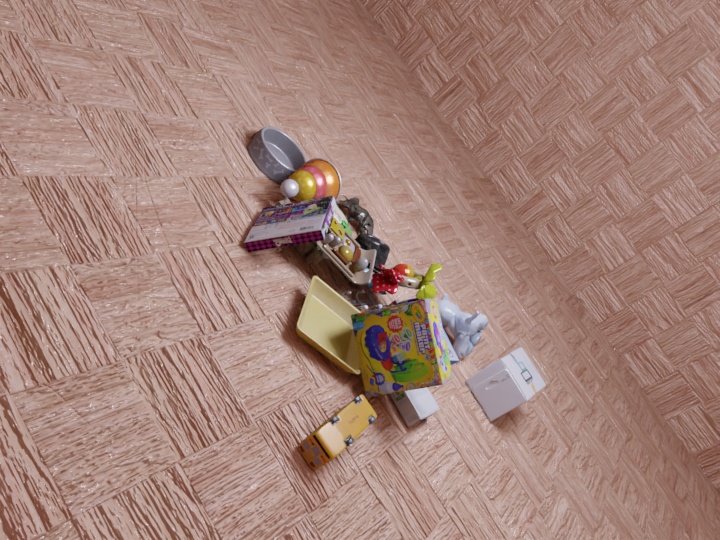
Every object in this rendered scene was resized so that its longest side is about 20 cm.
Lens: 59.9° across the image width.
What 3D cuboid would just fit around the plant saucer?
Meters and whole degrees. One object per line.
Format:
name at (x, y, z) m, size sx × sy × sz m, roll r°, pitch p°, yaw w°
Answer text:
plant saucer at (-0.074, 0.140, 1.526) m, size 0.200 × 0.048 × 0.200 m, roll 40°, pitch 33°, yaw -19°

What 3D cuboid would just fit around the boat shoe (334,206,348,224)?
boat shoe at (-0.116, -0.193, 1.856) m, size 0.200 × 0.072 × 0.076 m, roll 53°, pitch 44°, yaw 6°

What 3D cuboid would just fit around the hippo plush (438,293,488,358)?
hippo plush at (0.291, 0.175, 1.972) m, size 0.161 × 0.160 × 0.200 m, roll 29°, pitch 2°, yaw 25°

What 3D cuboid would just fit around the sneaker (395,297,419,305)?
sneaker at (0.137, 0.151, 1.709) m, size 0.199 × 0.080 × 0.115 m, roll -40°, pitch 115°, yaw -62°

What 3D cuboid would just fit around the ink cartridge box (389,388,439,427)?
ink cartridge box at (0.115, 0.297, 1.623) m, size 0.109 × 0.050 × 0.200 m, roll -4°, pitch 59°, yaw -57°

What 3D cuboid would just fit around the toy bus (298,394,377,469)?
toy bus at (-0.042, 0.335, 1.315) m, size 0.065 × 0.078 × 0.200 m, roll 53°, pitch 28°, yaw 6°

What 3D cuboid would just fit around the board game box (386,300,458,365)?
board game box at (0.178, 0.191, 1.834) m, size 0.200 × 0.056 × 0.196 m, roll 12°, pitch 47°, yaw -50°

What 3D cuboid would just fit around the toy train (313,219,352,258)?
toy train at (-0.072, -0.084, 1.701) m, size 0.056 × 0.042 × 0.200 m, roll 58°, pitch 27°, yaw -10°

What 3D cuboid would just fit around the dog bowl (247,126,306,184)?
dog bowl at (-0.240, -0.342, 1.854) m, size 0.200 × 0.059 × 0.200 m, roll 37°, pitch 31°, yaw -26°

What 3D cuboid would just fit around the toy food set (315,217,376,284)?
toy food set at (-0.033, -0.073, 1.641) m, size 0.200 × 0.060 × 0.144 m, roll 47°, pitch 32°, yaw -27°

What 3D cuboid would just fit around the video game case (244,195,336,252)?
video game case at (-0.171, -0.118, 1.555) m, size 0.181 × 0.200 × 0.036 m, roll -78°, pitch 156°, yaw -56°

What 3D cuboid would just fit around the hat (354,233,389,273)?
hat at (0.033, -0.059, 1.825) m, size 0.200 × 0.081 × 0.201 m, roll 33°, pitch 2°, yaw -2°

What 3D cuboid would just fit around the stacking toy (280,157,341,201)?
stacking toy at (-0.153, -0.235, 1.724) m, size 0.146 × 0.146 × 0.200 m, roll 54°, pitch 26°, yaw 6°

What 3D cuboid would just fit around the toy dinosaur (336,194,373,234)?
toy dinosaur at (0.006, -0.163, 1.982) m, size 0.200 × 0.077 × 0.102 m, roll 46°, pitch 35°, yaw -3°

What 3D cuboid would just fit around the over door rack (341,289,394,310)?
over door rack at (0.047, 0.135, 1.696) m, size 0.148 × 0.067 × 0.200 m, roll 1°, pitch 55°, yaw -54°

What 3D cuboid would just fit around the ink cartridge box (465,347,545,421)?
ink cartridge box at (0.455, 0.352, 1.951) m, size 0.200 × 0.147 × 0.146 m, roll -8°, pitch 64°, yaw -57°

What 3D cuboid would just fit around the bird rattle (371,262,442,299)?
bird rattle at (0.115, 0.026, 1.712) m, size 0.199 × 0.113 × 0.163 m, roll 2°, pitch 16°, yaw -13°

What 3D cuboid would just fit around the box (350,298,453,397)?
box at (0.101, 0.183, 1.504) m, size 0.122 × 0.192 × 0.200 m, roll 5°, pitch 72°, yaw -69°

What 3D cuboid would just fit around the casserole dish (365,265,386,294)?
casserole dish at (0.000, 0.000, 1.757) m, size 0.200 × 0.039 × 0.121 m, roll 34°, pitch 8°, yaw -14°

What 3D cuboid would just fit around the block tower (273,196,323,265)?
block tower at (-0.167, -0.104, 1.680) m, size 0.200 × 0.054 × 0.058 m, roll 52°, pitch 27°, yaw 3°
